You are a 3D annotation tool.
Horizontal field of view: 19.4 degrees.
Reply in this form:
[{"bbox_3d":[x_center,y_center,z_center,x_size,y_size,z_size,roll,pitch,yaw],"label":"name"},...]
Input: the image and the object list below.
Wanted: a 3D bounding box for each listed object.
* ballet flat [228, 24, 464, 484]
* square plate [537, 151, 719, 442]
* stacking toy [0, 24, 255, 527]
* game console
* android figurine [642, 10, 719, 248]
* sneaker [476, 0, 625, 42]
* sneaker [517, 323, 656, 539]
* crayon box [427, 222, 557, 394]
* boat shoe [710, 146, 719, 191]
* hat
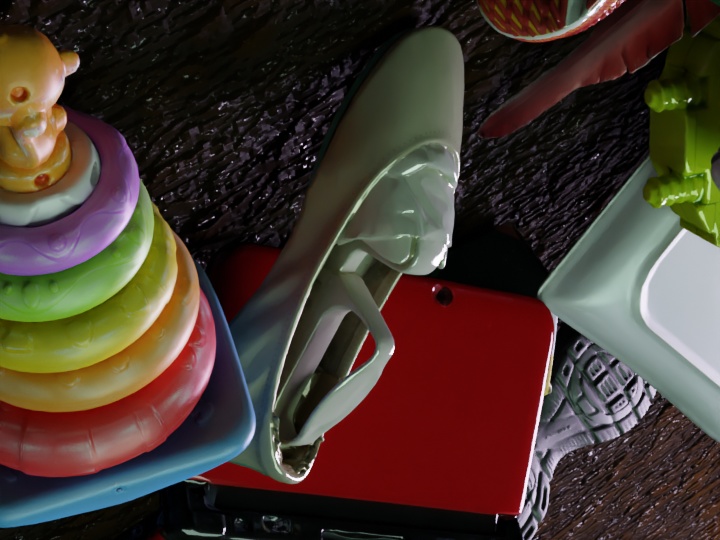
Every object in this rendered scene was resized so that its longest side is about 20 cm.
[{"bbox_3d":[0.000,0.000,0.847,0.069,0.069,0.201,5,118,-55],"label":"ballet flat"},{"bbox_3d":[0.207,-0.017,1.059,0.198,0.028,0.200,-50,135,5],"label":"square plate"},{"bbox_3d":[-0.109,-0.012,0.729,0.116,0.110,0.200,-17,142,-9],"label":"stacking toy"},{"bbox_3d":[-0.025,0.087,0.985,0.199,0.119,0.172,11,149,-35],"label":"game console"},{"bbox_3d":[0.215,-0.076,0.980,0.199,0.041,0.183,-11,114,-25],"label":"android figurine"},{"bbox_3d":[0.121,-0.163,0.775,0.200,0.073,0.077,-37,179,18],"label":"sneaker"},{"bbox_3d":[0.089,0.080,1.182,0.200,0.091,0.076,-41,119,-26],"label":"sneaker"},{"bbox_3d":[0.003,0.066,1.063,0.199,0.051,0.127,-29,156,-12],"label":"crayon box"},{"bbox_3d":[0.238,-0.095,0.924,0.199,0.070,0.071,-25,170,-1],"label":"boat shoe"},{"bbox_3d":[0.137,-0.154,0.851,0.166,0.175,0.201,40,66,-66],"label":"hat"}]
